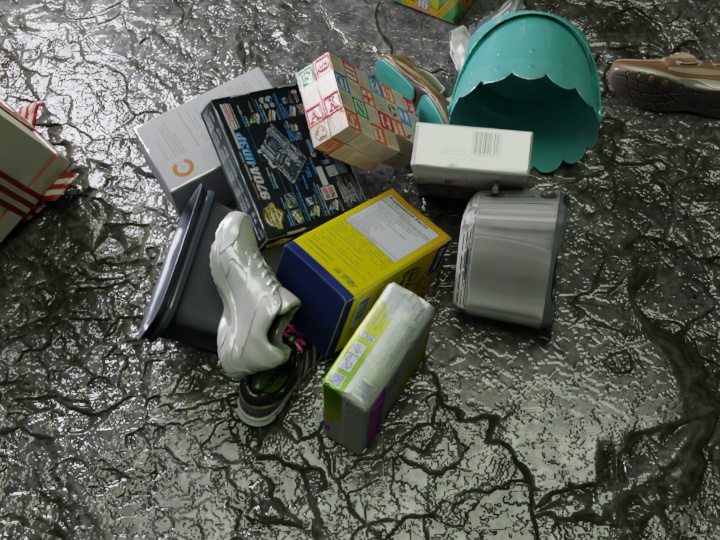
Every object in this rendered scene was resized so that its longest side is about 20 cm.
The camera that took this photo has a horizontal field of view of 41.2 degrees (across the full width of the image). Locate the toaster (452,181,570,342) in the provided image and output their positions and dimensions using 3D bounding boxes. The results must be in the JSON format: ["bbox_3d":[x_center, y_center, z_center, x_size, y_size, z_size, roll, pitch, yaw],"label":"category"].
[{"bbox_3d":[0.190,-0.012,1.212,0.129,0.200,0.114,8,24,11],"label":"toaster"}]

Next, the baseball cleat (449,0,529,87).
[{"bbox_3d":[0.194,-0.369,1.441,0.106,0.070,0.200,16,64,11],"label":"baseball cleat"}]

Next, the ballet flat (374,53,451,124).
[{"bbox_3d":[0.101,-0.247,1.395,0.072,0.068,0.200,-20,58,-30],"label":"ballet flat"}]

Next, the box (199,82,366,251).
[{"bbox_3d":[-0.097,-0.140,1.243,0.159,0.046,0.200,-19,81,-31],"label":"box"}]

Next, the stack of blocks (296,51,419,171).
[{"bbox_3d":[0.009,-0.197,1.283,0.059,0.200,0.115,-28,65,29],"label":"stack of blocks"}]

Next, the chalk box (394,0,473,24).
[{"bbox_3d":[0.123,-0.496,1.436,0.124,0.200,0.124,26,67,15],"label":"chalk box"}]

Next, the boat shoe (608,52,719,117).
[{"bbox_3d":[0.457,-0.275,1.382,0.200,0.076,0.072,12,60,-1],"label":"boat shoe"}]

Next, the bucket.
[{"bbox_3d":[0.226,-0.245,1.308,0.207,0.207,0.135,5,59,6],"label":"bucket"}]

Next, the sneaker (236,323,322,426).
[{"bbox_3d":[-0.090,0.100,1.199,0.074,0.087,0.200,30,69,8],"label":"sneaker"}]

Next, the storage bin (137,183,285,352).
[{"bbox_3d":[-0.188,0.017,1.237,0.134,0.146,0.200,23,63,-16],"label":"storage bin"}]

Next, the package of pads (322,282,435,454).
[{"bbox_3d":[0.020,0.117,1.126,0.068,0.200,0.155,31,68,11],"label":"package of pads"}]

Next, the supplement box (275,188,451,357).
[{"bbox_3d":[0.000,0.000,1.200,0.109,0.110,0.200,42,48,21],"label":"supplement box"}]

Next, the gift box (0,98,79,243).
[{"bbox_3d":[-0.514,-0.161,1.302,0.200,0.187,0.185,-44,66,-1],"label":"gift box"}]

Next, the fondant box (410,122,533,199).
[{"bbox_3d":[0.144,-0.136,1.248,0.144,0.200,0.058,6,83,7],"label":"fondant box"}]

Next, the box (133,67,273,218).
[{"bbox_3d":[-0.195,-0.174,1.345,0.200,0.098,0.124,-29,65,-12],"label":"box"}]

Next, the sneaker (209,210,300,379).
[{"bbox_3d":[-0.118,0.025,1.136,0.099,0.078,0.200,-9,84,18],"label":"sneaker"}]
